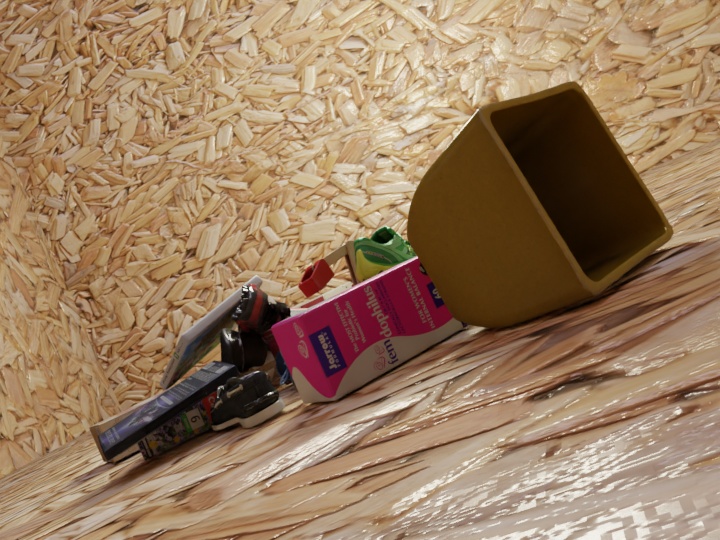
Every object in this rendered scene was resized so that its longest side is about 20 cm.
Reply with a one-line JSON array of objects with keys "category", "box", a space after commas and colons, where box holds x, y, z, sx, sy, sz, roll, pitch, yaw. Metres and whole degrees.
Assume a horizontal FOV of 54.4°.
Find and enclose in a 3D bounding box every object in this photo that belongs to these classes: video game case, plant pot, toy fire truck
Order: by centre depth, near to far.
[{"category": "plant pot", "box": [0.164, -0.048, 0.744, 0.194, 0.196, 0.200, -24, -10, -42]}, {"category": "video game case", "box": [-0.272, 0.191, 0.986, 0.199, 0.019, 0.143, -34, 9, -22]}, {"category": "toy fire truck", "box": [0.000, 0.000, 1.181, 0.049, 0.141, 0.201, -30, 18, 51]}, {"category": "video game case", "box": [-0.272, 0.113, 1.274, 0.200, 0.022, 0.182, -43, -7, -44]}]

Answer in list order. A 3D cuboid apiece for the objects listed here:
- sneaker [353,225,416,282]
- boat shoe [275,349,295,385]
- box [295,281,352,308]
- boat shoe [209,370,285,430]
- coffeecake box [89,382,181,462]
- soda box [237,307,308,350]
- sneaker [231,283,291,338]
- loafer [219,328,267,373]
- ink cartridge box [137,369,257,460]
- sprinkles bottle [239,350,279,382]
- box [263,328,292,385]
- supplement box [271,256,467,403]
[{"category": "sneaker", "box": [0.060, -0.031, 1.110, 0.073, 0.085, 0.199, -20, -7, 34]}, {"category": "boat shoe", "box": [-0.077, 0.118, 0.982, 0.068, 0.085, 0.199, -10, -12, -36]}, {"category": "box", "box": [-0.107, 0.130, 2.337, 0.127, 0.110, 0.199, -25, -1, -36]}, {"category": "boat shoe", "box": [-0.158, 0.169, 0.928, 0.075, 0.061, 0.199, -25, 0, -36]}, {"category": "coffeecake box", "box": [-0.382, 0.273, 1.291, 0.198, 0.074, 0.153, -24, -2, -30]}, {"category": "soda box", "box": [-0.123, 0.109, 1.297, 0.197, 0.064, 0.071, 1, 15, 11]}, {"category": "sneaker", "box": [-0.160, 0.073, 1.173, 0.201, 0.097, 0.072, 113, 177, -78]}, {"category": "loafer", "box": [-0.189, 0.128, 1.149, 0.070, 0.074, 0.200, -2, 0, -4]}, {"category": "ink cartridge box", "box": [-0.239, 0.216, 1.069, 0.198, 0.051, 0.109, -24, -1, -13]}, {"category": "sprinkles bottle", "box": [-0.182, 0.180, 1.299, 0.068, 0.069, 0.199, -25, 0, 35]}, {"category": "box", "box": [-0.051, 0.100, 1.084, 0.099, 0.097, 0.199, -24, -1, -40]}, {"category": "supplement box", "box": [0.011, 0.066, 0.828, 0.198, 0.102, 0.103, -26, 1, -27]}]
